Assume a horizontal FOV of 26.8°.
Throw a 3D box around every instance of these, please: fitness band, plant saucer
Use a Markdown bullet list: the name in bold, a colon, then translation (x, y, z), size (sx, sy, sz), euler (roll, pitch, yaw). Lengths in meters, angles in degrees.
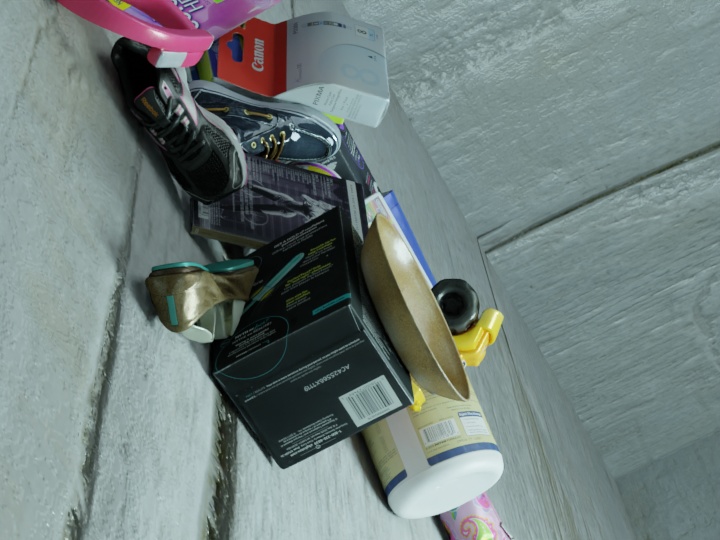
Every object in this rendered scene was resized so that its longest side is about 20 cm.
- **fitness band**: translation (-0.225, -0.258, 1.505), size (0.143, 0.038, 0.200), euler (38, 16, 9)
- **plant saucer**: translation (0.047, 0.042, 1.455), size (0.202, 0.035, 0.201), euler (61, 10, -18)

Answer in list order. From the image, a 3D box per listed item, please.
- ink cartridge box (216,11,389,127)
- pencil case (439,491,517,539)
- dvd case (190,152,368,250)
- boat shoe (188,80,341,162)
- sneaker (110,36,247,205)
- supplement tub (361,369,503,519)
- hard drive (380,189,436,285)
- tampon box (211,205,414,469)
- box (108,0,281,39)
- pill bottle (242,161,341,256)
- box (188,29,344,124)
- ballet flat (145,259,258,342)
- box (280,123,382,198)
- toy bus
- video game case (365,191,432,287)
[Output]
- **ink cartridge box**: translation (-0.066, -0.255, 1.767), size (0.198, 0.048, 0.161), euler (16, 38, -15)
- **pencil case**: translation (0.134, 0.302, 1.943), size (0.202, 0.087, 0.087), euler (64, 10, 10)
- **dvd case**: translation (-0.085, -0.066, 1.595), size (0.198, 0.016, 0.150), euler (13, 37, -17)
- **boat shoe**: translation (-0.113, -0.143, 1.692), size (0.198, 0.071, 0.092), euler (13, 42, -21)
- **sneaker**: translation (-0.194, -0.151, 1.513), size (0.201, 0.080, 0.086), euler (53, 13, 14)
- **supplement tub**: translation (0.070, 0.173, 1.776), size (0.202, 0.143, 0.144), euler (68, 12, 24)
- **hard drive**: translation (0.042, 0.015, 1.956), size (0.132, 0.025, 0.202), euler (-38, 107, -43)
- **tampon box**: translation (-0.048, 0.061, 1.456), size (0.127, 0.149, 0.201), euler (58, 12, -26)
- **box**: translation (-0.181, -0.352, 1.689), size (0.176, 0.198, 0.097), euler (44, 22, -62)
- **pill bottle**: translation (-0.074, -0.044, 1.690), size (0.105, 0.103, 0.200), euler (59, 19, -16)
- **box**: translation (-0.119, -0.238, 1.797), size (0.198, 0.048, 0.123), euler (6, 42, -23)
- **ballet flat**: translation (-0.139, 0.028, 1.364), size (0.200, 0.067, 0.073), euler (-8, 91, -79)
- **box**: translation (-0.027, -0.083, 2.034), size (0.201, 0.105, 0.122), euler (61, 13, -15)
- **toy bus**: translation (0.039, 0.091, 1.672), size (0.136, 0.198, 0.194), euler (76, 34, -76)
- **video game case**: translation (0.000, 0.000, 1.864), size (0.200, 0.018, 0.144), euler (-34, 96, -48)
